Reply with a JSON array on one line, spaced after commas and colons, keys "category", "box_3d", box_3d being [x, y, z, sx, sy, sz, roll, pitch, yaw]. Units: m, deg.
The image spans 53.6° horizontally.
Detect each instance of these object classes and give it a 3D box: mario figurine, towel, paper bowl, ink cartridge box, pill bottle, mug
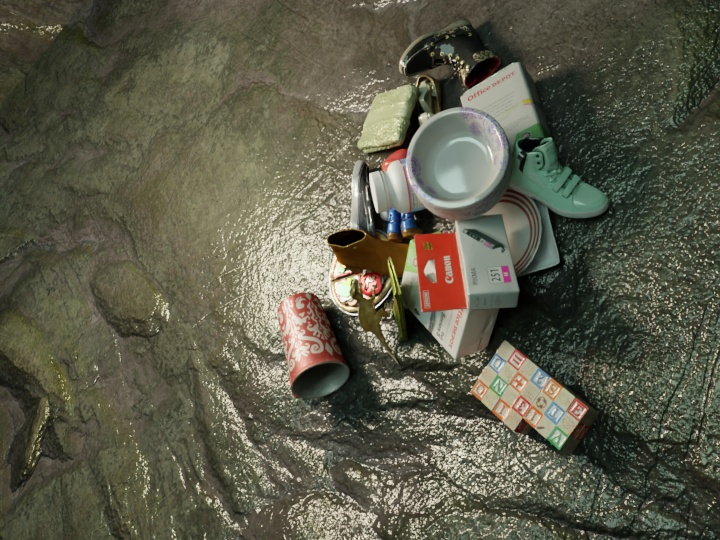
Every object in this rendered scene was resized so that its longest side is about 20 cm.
[{"category": "mario figurine", "box_3d": [0.103, -0.167, 1.580, 0.119, 0.106, 0.206, -1, 81, 0]}, {"category": "towel", "box_3d": [0.060, -0.350, 1.653, 0.199, 0.036, 0.152, 9, 81, 62]}, {"category": "towel", "box_3d": [0.072, 0.062, 1.434, 0.018, 0.202, 0.088, -15, 59, -2]}, {"category": "paper bowl", "box_3d": [0.190, -0.195, 1.355, 0.195, 0.104, 0.207, -5, 72, 16]}, {"category": "ink cartridge box", "box_3d": [0.188, -0.017, 1.302, 0.168, 0.044, 0.203, -3, 46, 1]}, {"category": "pill bottle", "box_3d": [0.121, -0.181, 1.476, 0.194, 0.110, 0.111, -13, 61, -2]}, {"category": "ink cartridge box", "box_3d": [0.170, 0.046, 1.383, 0.200, 0.082, 0.148, 47, 140, 40]}, {"category": "mug", "box_3d": [-0.130, 0.173, 1.589, 0.176, 0.133, 0.203, -37, 51, 19]}, {"category": "ink cartridge box", "box_3d": [0.298, -0.294, 1.446, 0.143, 0.087, 0.205, -26, 61, 28]}]

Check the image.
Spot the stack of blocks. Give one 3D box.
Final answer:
[{"category": "stack of blocks", "box_3d": [0.304, 0.233, 1.262, 0.199, 0.058, 0.117, 40, 100, 40]}]

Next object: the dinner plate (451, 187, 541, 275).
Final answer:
[{"category": "dinner plate", "box_3d": [0.264, -0.064, 1.392, 0.196, 0.024, 0.206, -14, 66, 33]}]

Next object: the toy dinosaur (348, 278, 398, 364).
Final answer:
[{"category": "toy dinosaur", "box_3d": [0.026, 0.099, 1.510, 0.057, 0.203, 0.101, -19, 19, 32]}]

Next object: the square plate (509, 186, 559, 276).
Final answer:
[{"category": "square plate", "box_3d": [0.288, -0.072, 1.410, 0.195, 0.028, 0.205, -21, 62, 31]}]

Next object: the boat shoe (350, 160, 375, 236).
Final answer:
[{"category": "boat shoe", "box_3d": [0.016, -0.166, 1.638, 0.066, 0.072, 0.205, -4, 58, 12]}]

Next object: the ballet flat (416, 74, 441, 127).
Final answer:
[{"category": "ballet flat", "box_3d": [0.151, -0.351, 1.599, 0.069, 0.065, 0.205, -21, 62, 30]}]

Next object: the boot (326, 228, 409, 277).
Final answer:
[{"category": "boot", "box_3d": [0.036, -0.042, 1.499, 0.195, 0.144, 0.073, -5, 66, 17]}]

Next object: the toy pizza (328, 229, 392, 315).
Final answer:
[{"category": "toy pizza", "box_3d": [0.000, 0.000, 1.611, 0.196, 0.031, 0.206, -15, 65, 34]}]

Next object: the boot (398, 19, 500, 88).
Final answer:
[{"category": "boot", "box_3d": [0.197, -0.460, 1.570, 0.197, 0.074, 0.152, -28, 57, -10]}]

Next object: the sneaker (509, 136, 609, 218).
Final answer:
[{"category": "sneaker", "box_3d": [0.363, -0.175, 1.305, 0.197, 0.120, 0.074, 25, 59, 25]}]
